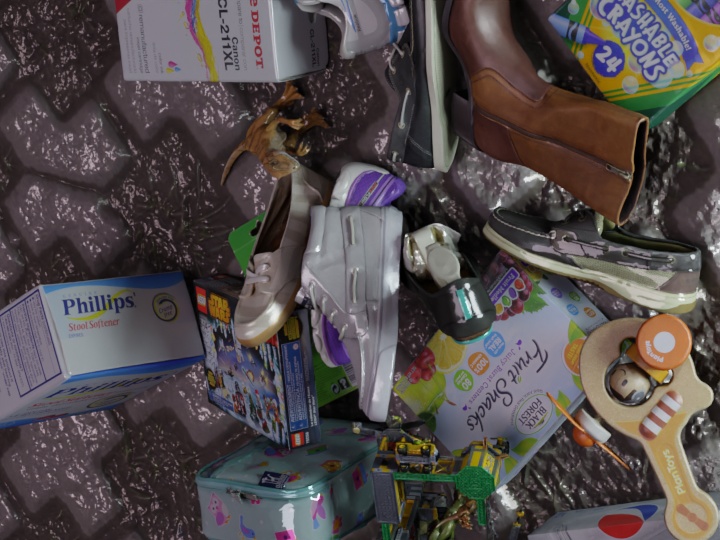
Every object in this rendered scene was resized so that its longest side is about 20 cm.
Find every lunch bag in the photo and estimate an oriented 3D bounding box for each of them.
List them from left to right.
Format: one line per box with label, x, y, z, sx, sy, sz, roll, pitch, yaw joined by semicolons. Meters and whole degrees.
lunch bag;-0.061;0.205;1.602;0.159;0.199;0.078;6;107;35

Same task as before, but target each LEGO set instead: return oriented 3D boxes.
LEGO set;0.079;0.213;1.528;0.152;0.116;0.201;-6;119;18

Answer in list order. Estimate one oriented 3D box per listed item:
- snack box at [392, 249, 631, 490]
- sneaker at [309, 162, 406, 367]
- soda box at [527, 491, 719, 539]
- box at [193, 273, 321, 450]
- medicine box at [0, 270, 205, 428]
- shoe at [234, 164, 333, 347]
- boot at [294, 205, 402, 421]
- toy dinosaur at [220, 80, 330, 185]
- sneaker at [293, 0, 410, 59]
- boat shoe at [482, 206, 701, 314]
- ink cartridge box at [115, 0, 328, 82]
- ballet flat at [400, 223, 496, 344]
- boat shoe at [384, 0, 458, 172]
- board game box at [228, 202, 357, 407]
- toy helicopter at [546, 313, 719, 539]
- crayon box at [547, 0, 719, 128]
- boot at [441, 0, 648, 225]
snack box;0.137;0.090;1.518;0.142;0.053;0.200;45;125;14
sneaker;0.000;0.000;1.566;0.083;0.081;0.202;12;105;6
soda box;0.255;0.249;1.477;0.199;0.063;0.069;-13;96;37
box;-0.106;0.088;1.646;0.200;0.040;0.138;18;116;60
medicine box;-0.298;0.085;1.723;0.199;0.181;0.104;-27;76;44
shoe;-0.083;-0.018;1.557;0.070;0.201;0.053;-12;136;42
boot;-0.013;0.037;1.496;0.095;0.074;0.202;3;73;-1
toy dinosaur;-0.093;-0.132;1.599;0.061;0.106;0.200;52;172;-15
sneaker;-0.032;-0.284;1.489;0.086;0.075;0.201;-28;84;-5
boat shoe;0.205;-0.025;1.429;0.200;0.072;0.067;22;111;22
ink cartridge box;-0.139;-0.260;1.586;0.199;0.083;0.147;5;106;35
ballet flat;0.075;-0.002;1.469;0.200;0.068;0.069;-128;15;-66
boat shoe;0.051;-0.183;1.461;0.067;0.072;0.201;12;124;20
board game box;-0.056;0.033;1.654;0.095;0.030;0.201;-28;90;36
toy helicopter;0.243;0.140;1.394;0.131;0.079;0.201;-22;84;7
crayon box;0.264;-0.221;1.333;0.200;0.051;0.126;-42;79;36
boot;0.156;-0.153;1.379;0.200;0.068;0.190;33;132;40
